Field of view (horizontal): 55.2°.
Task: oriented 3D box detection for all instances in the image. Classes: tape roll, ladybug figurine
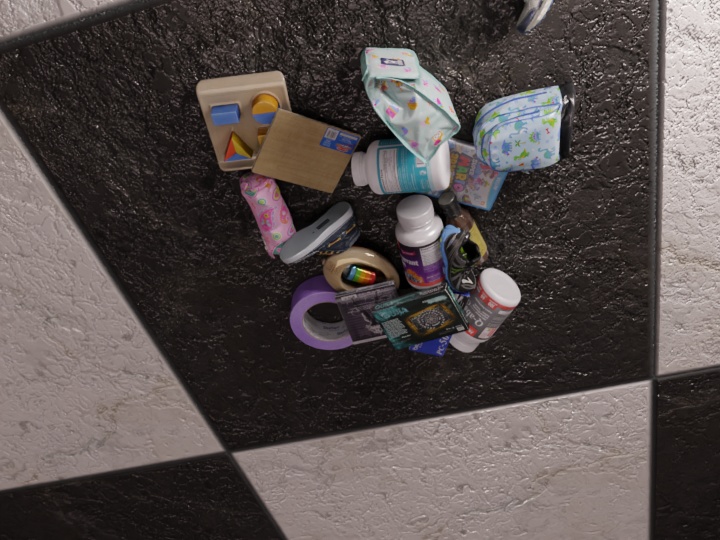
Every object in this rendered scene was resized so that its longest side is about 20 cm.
[{"bbox_3d":[-0.079,0.108,1.742,0.194,0.066,0.203,0,130,0],"label":"tape roll"},{"bbox_3d":[0.000,0.000,1.641,0.196,0.073,0.137,22,122,-18],"label":"ladybug figurine"}]

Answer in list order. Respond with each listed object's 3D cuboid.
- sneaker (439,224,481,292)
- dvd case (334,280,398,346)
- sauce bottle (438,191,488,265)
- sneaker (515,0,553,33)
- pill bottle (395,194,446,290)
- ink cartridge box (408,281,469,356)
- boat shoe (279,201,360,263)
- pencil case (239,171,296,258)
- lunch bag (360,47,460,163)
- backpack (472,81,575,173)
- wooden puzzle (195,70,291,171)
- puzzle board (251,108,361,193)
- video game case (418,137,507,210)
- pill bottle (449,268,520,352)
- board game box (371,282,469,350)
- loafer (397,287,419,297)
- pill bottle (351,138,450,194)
[{"bbox_3d":[0.231,-0.017,1.544,0.081,0.071,0.202,12,144,30],"label":"sneaker"},{"bbox_3d":[0.031,0.107,1.678,0.145,0.016,0.202,-13,136,7],"label":"dvd case"},{"bbox_3d":[0.230,-0.096,1.560,0.063,0.066,0.201,-21,130,17],"label":"sauce bottle"},{"bbox_3d":[0.310,-0.523,1.208,0.083,0.078,0.203,20,121,-3],"label":"sneaker"},{"bbox_3d":[0.139,-0.065,1.562,0.109,0.113,0.203,-10,130,9],"label":"pill bottle"},{"bbox_3d":[0.188,0.117,1.678,0.092,0.045,0.203,10,127,-10],"label":"ink cartridge box"},{"bbox_3d":[-0.085,-0.060,1.549,0.199,0.071,0.092,-37,132,-12],"label":"boat shoe"},{"bbox_3d":[-0.201,-0.125,1.530,0.085,0.089,0.203,-10,129,9],"label":"pencil case"},{"bbox_3d":[0.081,-0.331,1.298,0.198,0.172,0.122,35,117,-24],"label":"lunch bag"},{"bbox_3d":[0.322,-0.277,1.377,0.195,0.156,0.165,5,139,13],"label":"backpack"},{"bbox_3d":[-0.228,-0.295,1.412,0.180,0.047,0.203,-5,130,5],"label":"wooden puzzle"},{"bbox_3d":[-0.113,-0.247,1.440,0.196,0.018,0.152,11,126,-31],"label":"puzzle board"},{"bbox_3d":[0.217,-0.213,1.498,0.195,0.018,0.145,12,129,-10],"label":"video game case"},{"bbox_3d":[0.297,0.103,1.701,0.114,0.117,0.202,19,128,-16],"label":"pill bottle"},{"bbox_3d":[0.141,0.111,1.622,0.196,0.028,0.136,-18,123,25],"label":"board game box"},{"bbox_3d":[0.139,0.066,1.708,0.195,0.070,0.071,8,118,-10],"label":"loafer"},{"bbox_3d":[0.083,-0.217,1.424,0.195,0.112,0.112,-1,132,17],"label":"pill bottle"}]
